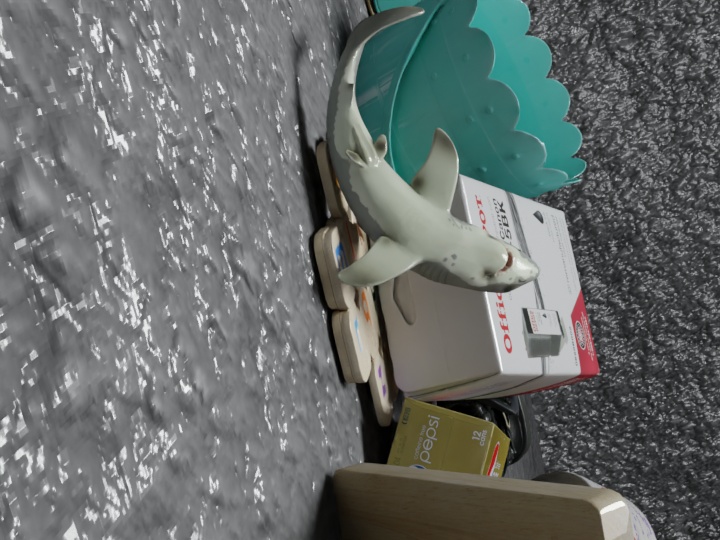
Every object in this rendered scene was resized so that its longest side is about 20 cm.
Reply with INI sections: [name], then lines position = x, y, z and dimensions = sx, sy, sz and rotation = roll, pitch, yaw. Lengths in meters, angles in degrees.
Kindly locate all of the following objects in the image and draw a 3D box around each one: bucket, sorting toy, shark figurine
[bucket]
position = 0.090, -0.141, 0.834
dimensions = 0.207, 0.134, 0.209
rotation = 42, 35, -39
[sorting toy]
position = 0.082, 0.194, 0.480
dimensions = 0.069, 0.199, 0.201
rotation = -10, 90, -34
[shark figurine]
position = 0.010, -0.063, 0.636
dimensions = 0.216, 0.127, 0.090
rotation = 64, -16, 7

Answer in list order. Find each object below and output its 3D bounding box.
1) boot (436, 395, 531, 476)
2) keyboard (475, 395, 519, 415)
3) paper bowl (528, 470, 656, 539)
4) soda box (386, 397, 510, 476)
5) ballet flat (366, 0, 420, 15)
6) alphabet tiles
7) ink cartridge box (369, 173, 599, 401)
[boot]
position = 0.091, 0.103, 0.895
dimensions = 0.158, 0.079, 0.213
rotation = -12, 78, -65
[keyboard]
position = 0.085, 0.031, 0.875
dimensions = 0.126, 0.021, 0.201
rotation = 26, 37, -24
[paper bowl]
position = 0.152, 0.270, 0.832
dimensions = 0.104, 0.201, 0.202
rotation = 27, 35, -17
[soda box]
position = 0.068, 0.142, 0.715
dimensions = 0.200, 0.063, 0.068
rotation = 48, 57, -73
[ballet flat]
position = 0.036, -0.269, 1.033
dimensions = 0.063, 0.068, 0.202
rotation = -137, -150, -60
[alphabet tiles]
position = 0.000, 0.000, 0.690
dimensions = 0.200, 0.014, 0.198
rotation = -62, 141, -72
[ink cartridge box]
position = 0.101, 0.020, 0.751
dimensions = 0.199, 0.082, 0.149
rotation = 8, 68, -57
